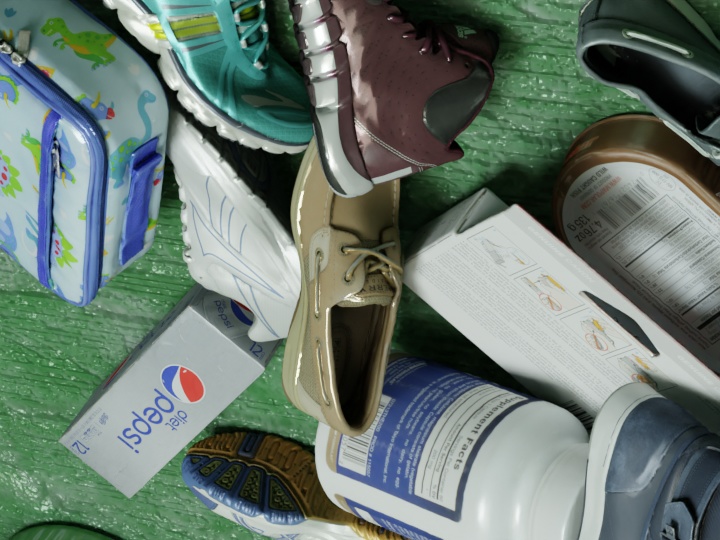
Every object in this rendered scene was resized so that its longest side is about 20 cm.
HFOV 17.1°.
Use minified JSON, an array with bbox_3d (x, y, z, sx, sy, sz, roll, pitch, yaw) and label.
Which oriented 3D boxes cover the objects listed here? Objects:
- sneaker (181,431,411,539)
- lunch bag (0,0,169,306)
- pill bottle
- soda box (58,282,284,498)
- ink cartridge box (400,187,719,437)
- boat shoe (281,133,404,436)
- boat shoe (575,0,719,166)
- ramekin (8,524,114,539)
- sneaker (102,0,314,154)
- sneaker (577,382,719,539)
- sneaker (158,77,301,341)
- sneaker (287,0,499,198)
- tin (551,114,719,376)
[{"bbox_3d":[-0.034,0.180,1.669,0.199,0.075,0.089,19,135,12],"label":"sneaker"},{"bbox_3d":[-0.193,-0.081,1.476,0.161,0.082,0.200,40,150,16],"label":"lunch bag"},{"bbox_3d":[0.076,0.126,1.498,0.199,0.111,0.112,19,138,41],"label":"pill bottle"},{"bbox_3d":[-0.124,0.074,1.630,0.068,0.064,0.200,39,135,-7],"label":"soda box"},{"bbox_3d":[0.135,0.030,1.433,0.200,0.045,0.176,40,154,-10],"label":"ink cartridge box"},{"bbox_3d":[0.000,0.000,1.449,0.064,0.071,0.202,31,122,52],"label":"boat shoe"},{"bbox_3d":[0.198,-0.082,1.326,0.200,0.062,0.073,39,134,-9],"label":"boat shoe"},{"bbox_3d":[-0.221,0.290,1.846,0.199,0.098,0.201,15,133,16],"label":"ramekin"},{"bbox_3d":[-0.087,-0.150,1.412,0.079,0.078,0.200,-32,110,32],"label":"sneaker"},{"bbox_3d":[0.191,0.183,1.378,0.146,0.077,0.204,27,125,45],"label":"sneaker"},{"bbox_3d":[-0.082,-0.031,1.496,0.087,0.075,0.201,-27,112,21],"label":"sneaker"},{"bbox_3d":[0.018,-0.148,1.372,0.115,0.076,0.201,-11,108,-2],"label":"sneaker"},{"bbox_3d":[0.199,-0.007,1.411,0.200,0.042,0.112,40,139,-9],"label":"tin"}]
